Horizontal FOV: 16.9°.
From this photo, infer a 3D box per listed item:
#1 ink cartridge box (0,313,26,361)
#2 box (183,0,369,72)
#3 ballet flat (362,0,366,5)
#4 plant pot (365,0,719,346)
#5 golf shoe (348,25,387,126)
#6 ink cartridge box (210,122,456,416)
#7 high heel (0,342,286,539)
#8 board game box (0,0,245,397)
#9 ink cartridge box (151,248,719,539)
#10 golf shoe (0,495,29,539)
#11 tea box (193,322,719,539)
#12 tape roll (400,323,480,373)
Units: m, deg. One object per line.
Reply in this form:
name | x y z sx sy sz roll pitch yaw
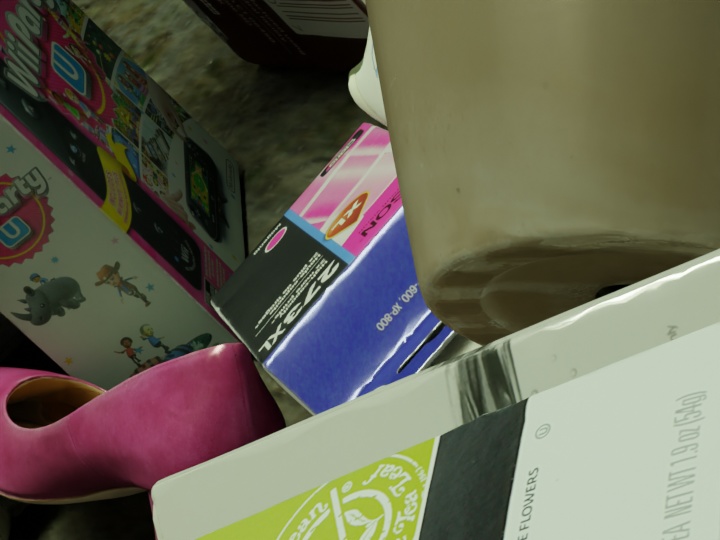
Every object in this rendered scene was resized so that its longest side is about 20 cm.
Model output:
ink cartridge box | -0.221 -0.034 1.024 0.083 0.147 0.200 -42 -16 6
box | -0.005 -0.212 1.050 0.200 0.166 0.164 -53 28 -15
ballet flat | 0.018 -0.134 0.909 0.068 0.067 0.201 -33 71 41
plant pot | 0.080 -0.070 0.661 0.199 0.199 0.174 -14 62 44
golf shoe | 0.031 -0.142 0.827 0.097 0.078 0.201 6 87 49
ink cartridge box | 0.000 0.000 0.849 0.095 0.037 0.200 -49 15 -1
high heel | -0.093 0.044 0.875 0.067 0.096 0.200 -10 22 -29
board game box | -0.132 -0.051 0.968 0.064 0.200 0.148 -37 29 17
ink cartridge box | 0.073 0.060 0.582 0.199 0.146 0.085 -25 72 30
golf shoe | -0.214 0.095 1.021 0.200 0.073 0.092 4 56 55
tea box | 0.043 0.146 0.472 0.196 0.200 0.134 -25 34 32
tape roll | 0.095 0.016 0.750 0.202 0.037 0.203 -32 31 22
